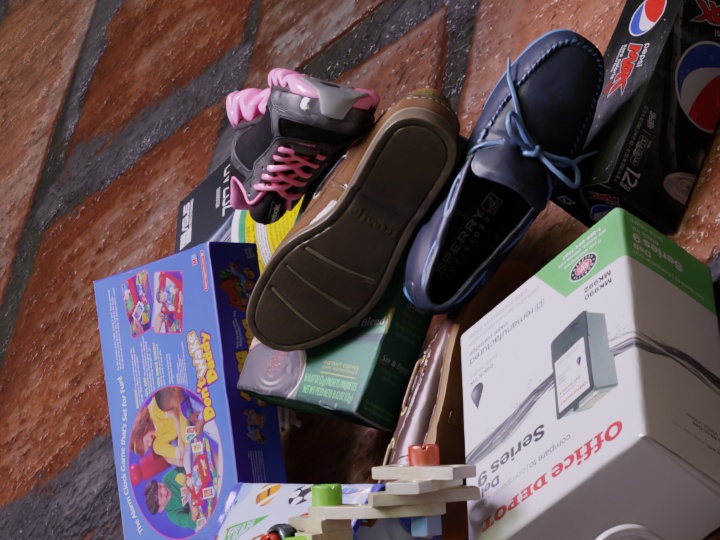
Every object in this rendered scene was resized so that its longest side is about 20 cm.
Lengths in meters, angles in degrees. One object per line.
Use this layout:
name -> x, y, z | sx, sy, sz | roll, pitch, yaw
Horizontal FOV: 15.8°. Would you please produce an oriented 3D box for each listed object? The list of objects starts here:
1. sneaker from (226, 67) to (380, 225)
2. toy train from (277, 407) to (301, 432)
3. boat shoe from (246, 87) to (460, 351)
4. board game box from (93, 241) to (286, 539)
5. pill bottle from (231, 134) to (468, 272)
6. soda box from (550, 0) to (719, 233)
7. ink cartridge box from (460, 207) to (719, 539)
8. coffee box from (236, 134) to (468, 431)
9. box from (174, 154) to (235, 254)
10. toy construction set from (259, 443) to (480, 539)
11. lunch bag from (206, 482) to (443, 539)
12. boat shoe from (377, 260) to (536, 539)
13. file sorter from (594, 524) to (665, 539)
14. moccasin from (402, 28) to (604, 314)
sneaker -> -0.045, -0.077, 1.717 | 0.200, 0.079, 0.096 | 163, 122, -74
toy train -> -0.094, 0.058, 1.880 | 0.085, 0.116, 0.200 | -54, 9, 2
boat shoe -> 0.000, -0.031, 1.675 | 0.200, 0.072, 0.068 | -48, 14, 24
board game box -> -0.118, 0.092, 1.806 | 0.134, 0.045, 0.201 | -17, 77, 46
pill bottle -> 0.006, -0.037, 1.866 | 0.200, 0.113, 0.113 | -17, 44, 50
soda box -> 0.196, -0.120, 1.691 | 0.071, 0.063, 0.200 | -10, 51, 56
ink cartridge box -> 0.137, 0.084, 1.519 | 0.146, 0.084, 0.200 | -41, 29, 29
coffee box -> 0.000, 0.000, 1.730 | 0.123, 0.044, 0.201 | 10, 76, 45
box -> -0.086, -0.030, 2.102 | 0.160, 0.043, 0.200 | -40, 29, 28
toy construction set -> 0.003, 0.194, 1.464 | 0.131, 0.092, 0.201 | -5, 74, 61
lunch bag -> -0.045, 0.241, 1.608 | 0.170, 0.124, 0.200 | -10, 43, 55
boat shoe -> 0.057, 0.084, 1.676 | 0.070, 0.070, 0.200 | -9, 51, 52
file sorter -> 0.158, 0.238, 1.248 | 0.139, 0.124, 0.200 | -51, 26, 11
moccasin -> 0.098, -0.054, 1.629 | 0.200, 0.080, 0.068 | -64, 9, 9
